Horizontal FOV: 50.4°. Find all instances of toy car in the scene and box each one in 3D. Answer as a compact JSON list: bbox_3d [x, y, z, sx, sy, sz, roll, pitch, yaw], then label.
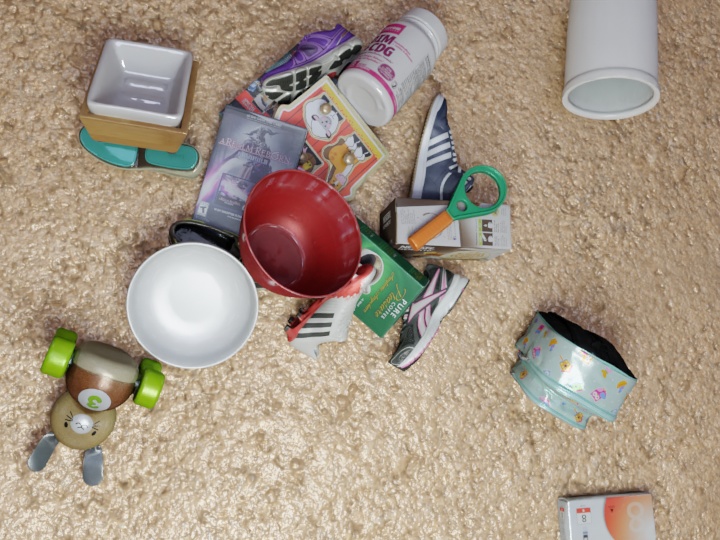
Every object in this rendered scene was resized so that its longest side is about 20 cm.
[{"bbox_3d":[-0.400,0.210,1.113,0.163,0.158,0.202,23,87,-18],"label":"toy car"}]

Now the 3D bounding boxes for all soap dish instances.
[{"bbox_3d":[-0.341,-0.273,1.200,0.155,0.082,0.201,7,45,-12],"label":"soap dish"}]

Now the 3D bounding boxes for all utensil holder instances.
[{"bbox_3d":[0.457,-0.403,1.396,0.168,0.170,0.203,8,76,-11],"label":"utensil holder"}]

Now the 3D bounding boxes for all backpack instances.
[{"bbox_3d":[0.347,0.166,1.251,0.175,0.200,0.154,31,91,-7],"label":"backpack"}]

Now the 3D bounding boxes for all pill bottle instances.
[{"bbox_3d":[0.059,-0.354,1.318,0.113,0.113,0.201,40,66,-3],"label":"pill bottle"}]

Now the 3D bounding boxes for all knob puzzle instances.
[{"bbox_3d":[-0.072,-0.196,1.284,0.217,0.030,0.223,-2,97,-16],"label":"knob puzzle"}]

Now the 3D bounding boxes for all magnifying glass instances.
[{"bbox_3d":[0.156,-0.098,1.233,0.199,0.022,0.080,-37,86,-20],"label":"magnifying glass"}]

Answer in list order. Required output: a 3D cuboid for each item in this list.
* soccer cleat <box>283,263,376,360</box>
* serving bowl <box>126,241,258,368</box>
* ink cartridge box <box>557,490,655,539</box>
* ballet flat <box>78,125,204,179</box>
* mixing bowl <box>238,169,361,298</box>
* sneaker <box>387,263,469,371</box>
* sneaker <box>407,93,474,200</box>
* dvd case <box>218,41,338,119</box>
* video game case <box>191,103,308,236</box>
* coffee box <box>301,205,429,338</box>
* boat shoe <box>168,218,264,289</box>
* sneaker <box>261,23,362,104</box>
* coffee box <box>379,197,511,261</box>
[{"bbox_3d":[-0.036,0.066,1.216,0.085,0.069,0.200,44,113,-12],"label":"soccer cleat"},{"bbox_3d":[-0.258,0.047,1.190,0.197,0.066,0.203,-2,105,-9],"label":"serving bowl"},{"bbox_3d":[0.420,0.481,1.290,0.160,0.050,0.203,-1,77,-12],"label":"ink cartridge box"},{"bbox_3d":[-0.349,-0.188,1.230,0.198,0.069,0.070,15,77,-4],"label":"ballet flat"},{"bbox_3d":[-0.109,-0.040,1.160,0.198,0.108,0.202,14,63,-30],"label":"mixing bowl"},{"bbox_3d":[0.097,0.076,1.286,0.086,0.081,0.201,33,67,8],"label":"sneaker"},{"bbox_3d":[0.152,-0.200,1.333,0.107,0.070,0.202,13,85,1],"label":"sneaker"},{"bbox_3d":[-0.124,-0.280,1.318,0.146,0.022,0.200,44,75,-2],"label":"dvd case"},{"bbox_3d":[-0.180,-0.155,1.253,0.141,0.019,0.202,17,90,0],"label":"video game case"},{"bbox_3d":[0.000,0.000,1.242,0.199,0.044,0.123,40,113,6],"label":"coffee box"},{"bbox_3d":[-0.214,-0.024,1.231,0.199,0.061,0.072,22,78,-8],"label":"boat shoe"},{"bbox_3d":[-0.091,-0.354,1.301,0.199,0.081,0.084,-35,72,-24],"label":"sneaker"},{"bbox_3d":[0.140,-0.067,1.290,0.197,0.114,0.081,3,79,-13],"label":"coffee box"}]
